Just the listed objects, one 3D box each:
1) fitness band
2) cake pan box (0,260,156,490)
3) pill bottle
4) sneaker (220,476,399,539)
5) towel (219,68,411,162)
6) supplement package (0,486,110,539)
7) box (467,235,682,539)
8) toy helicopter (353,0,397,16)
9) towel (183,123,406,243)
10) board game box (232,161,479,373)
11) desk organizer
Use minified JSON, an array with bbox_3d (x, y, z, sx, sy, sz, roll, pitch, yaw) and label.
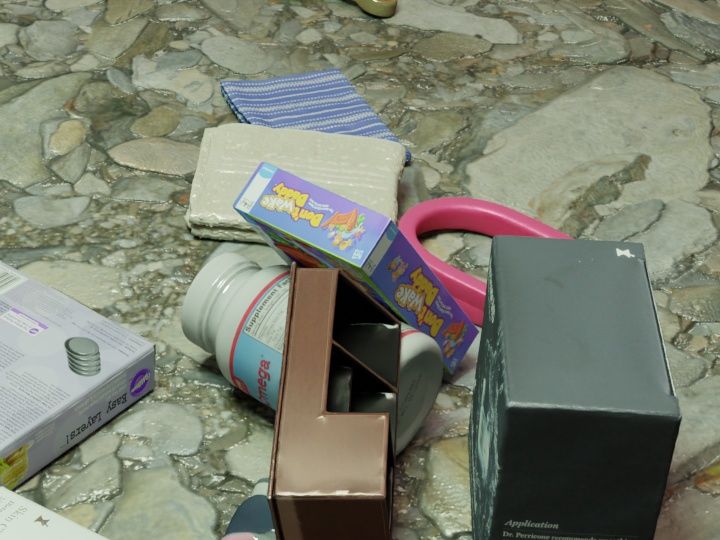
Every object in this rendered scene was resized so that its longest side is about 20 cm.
[{"bbox_3d":[0.124,-0.007,1.408,0.200,0.038,0.144,29,41,28],"label":"fitness band"},{"bbox_3d":[-0.295,0.078,1.228,0.200,0.052,0.184,25,38,25],"label":"cake pan box"},{"bbox_3d":[-0.042,0.062,1.228,0.200,0.109,0.109,27,41,29],"label":"pill bottle"},{"bbox_3d":[-0.009,0.219,1.062,0.200,0.070,0.082,21,55,26],"label":"sneaker"},{"bbox_3d":[-0.049,-0.156,1.608,0.144,0.024,0.200,-10,38,-22],"label":"towel"},{"bbox_3d":[-0.224,0.256,0.892,0.111,0.156,0.200,21,38,21],"label":"supplement package"},{"bbox_3d":[0.143,0.111,1.102,0.117,0.200,0.197,4,35,-1],"label":"box"},{"bbox_3d":[-0.038,-0.360,1.875,0.200,0.079,0.132,31,33,16],"label":"toy helicopter"},{"bbox_3d":[-0.061,-0.077,1.467,0.199,0.035,0.133,7,51,2],"label":"towel"},{"bbox_3d":[0.000,0.000,1.245,0.134,0.200,0.045,26,77,34],"label":"board game box"},{"bbox_3d":[-0.015,0.092,1.079,0.077,0.072,0.200,-1,50,5],"label":"desk organizer"}]
